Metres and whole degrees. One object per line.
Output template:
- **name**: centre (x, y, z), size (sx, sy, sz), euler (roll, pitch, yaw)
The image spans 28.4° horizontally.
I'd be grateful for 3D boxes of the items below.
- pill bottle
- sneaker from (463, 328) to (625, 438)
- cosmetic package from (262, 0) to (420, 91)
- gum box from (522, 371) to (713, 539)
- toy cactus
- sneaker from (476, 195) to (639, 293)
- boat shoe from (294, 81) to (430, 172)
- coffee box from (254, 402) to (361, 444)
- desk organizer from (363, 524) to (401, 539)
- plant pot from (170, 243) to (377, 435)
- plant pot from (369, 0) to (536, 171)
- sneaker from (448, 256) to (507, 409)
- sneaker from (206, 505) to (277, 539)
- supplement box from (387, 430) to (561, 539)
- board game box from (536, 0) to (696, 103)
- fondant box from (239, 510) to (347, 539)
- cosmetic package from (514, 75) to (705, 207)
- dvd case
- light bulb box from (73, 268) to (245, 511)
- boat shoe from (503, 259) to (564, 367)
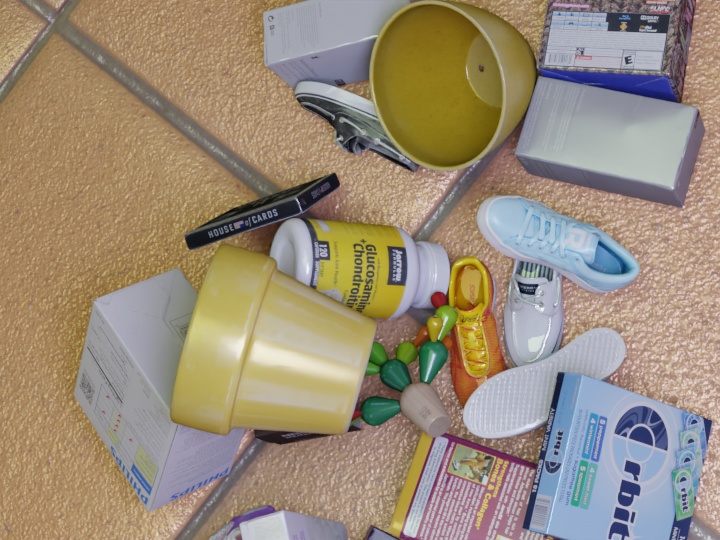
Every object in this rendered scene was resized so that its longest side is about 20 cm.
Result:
- **pill bottle**: centre (0.000, 0.000, 1.676), size (0.112, 0.199, 0.113), euler (-177, 90, -64)
- **sneaker**: centre (0.209, 0.137, 1.607), size (0.199, 0.082, 0.074), euler (-25, 72, -3)
- **cosmetic package**: centre (-0.012, -0.297, 1.808), size (0.199, 0.113, 0.082), euler (-10, 72, 20)
- **gum box**: centre (0.278, 0.217, 1.521), size (0.044, 0.199, 0.171), euler (0, 72, 57)
- **toy cactus**: centre (0.049, 0.122, 1.618), size (0.200, 0.102, 0.165), euler (-37, 43, -5)
- **sneaker**: centre (0.230, -0.038, 1.605), size (0.199, 0.082, 0.074), euler (22, 72, -19)
- **boat shoe**: centre (-0.005, -0.182, 1.796), size (0.199, 0.071, 0.064), euler (24, 84, 23)
- **coffee box**: centre (-0.074, 0.103, 1.742), size (0.114, 0.080, 0.201), euler (-13, 72, 17)
- **desk organizer**: centre (0.081, 0.364, 1.586), size (0.199, 0.072, 0.077), euler (26, 83, 4)
- **plant pot**: centre (-0.088, 0.092, 1.536), size (0.188, 0.201, 0.202), euler (16, 81, -1)
- **plant pot**: centre (0.131, -0.231, 1.702), size (0.200, 0.142, 0.201), euler (16, 115, 38)
- **sneaker**: centre (0.130, 0.082, 1.673), size (0.073, 0.077, 0.201), euler (-13, 74, 16)
- **sneaker**: centre (-0.161, 0.345, 1.720), size (0.200, 0.089, 0.081), euler (-34, 107, 29)
- **supplement box**: centre (0.151, 0.272, 1.599), size (0.199, 0.103, 0.131), euler (18, 81, 25)
- **board game box**: centre (0.312, -0.313, 1.695), size (0.159, 0.097, 0.201), euler (7, 79, 22)
- **fondant box**: centre (-0.060, 0.355, 1.605), size (0.058, 0.200, 0.145), euler (-19, 71, 15)
- **cosmetic package**: centre (0.293, -0.151, 1.668), size (0.199, 0.090, 0.107), euler (17, 83, 21)
- **dvd case**: centre (-0.116, -0.074, 1.747), size (0.150, 0.200, 0.025), euler (-18, 98, 15)
- **light bulb box**: centre (-0.238, 0.145, 1.716), size (0.125, 0.200, 0.198), euler (-22, 62, -33)
- **boat shoe**: centre (0.200, 0.021, 1.666), size (0.073, 0.067, 0.201), euler (0, 76, 21)
